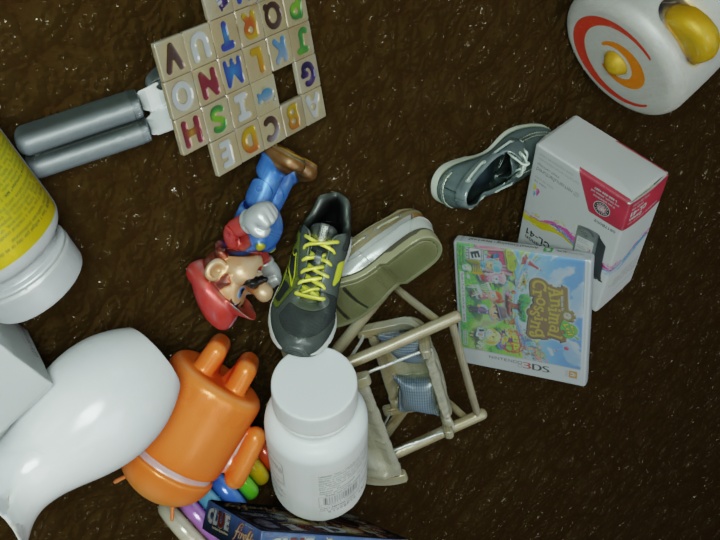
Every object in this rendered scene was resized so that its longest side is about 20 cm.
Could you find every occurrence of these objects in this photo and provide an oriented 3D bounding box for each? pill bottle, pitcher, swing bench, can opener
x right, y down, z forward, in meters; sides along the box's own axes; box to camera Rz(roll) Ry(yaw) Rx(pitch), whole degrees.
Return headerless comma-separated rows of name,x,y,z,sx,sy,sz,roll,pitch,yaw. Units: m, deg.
pill bottle,-0.047,0.177,0.924,0.113,0.115,0.202,-27,144,-22
pill bottle,-0.324,-0.058,0.700,0.114,0.114,0.201,-37,130,-13
pitcher,-0.286,0.145,0.822,0.200,0.170,0.122,-43,124,-27
swing bench,0.033,0.148,1.065,0.199,0.129,0.201,-35,131,-17
can opener,-0.215,-0.143,0.778,0.198,0.067,0.053,-25,138,-15

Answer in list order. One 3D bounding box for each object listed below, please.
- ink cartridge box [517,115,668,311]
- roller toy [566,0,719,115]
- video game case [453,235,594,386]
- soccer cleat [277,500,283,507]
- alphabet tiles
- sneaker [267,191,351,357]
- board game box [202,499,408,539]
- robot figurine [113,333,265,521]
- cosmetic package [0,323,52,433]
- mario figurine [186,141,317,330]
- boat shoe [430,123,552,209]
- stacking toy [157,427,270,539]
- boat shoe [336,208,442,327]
ink cartridge box,0.287,-0.069,1.082,0.085,0.147,0.202,-34,146,-28
roller toy,0.348,-0.286,1.020,0.140,0.200,0.183,-43,152,-7
video game case,0.214,0.055,1.125,0.022,0.179,0.203,-51,143,-48
soccer cleat,-0.079,0.294,1.091,0.067,0.081,0.203,-8,122,-25
alphabet tiles,-0.109,-0.192,0.799,0.200,0.007,0.170,-39,129,-42
sneaker,-0.052,-0.003,0.895,0.073,0.202,0.085,9,138,1
board game box,-0.061,0.301,0.966,0.198,0.135,0.035,16,82,-35
robot figurine,-0.187,0.168,0.925,0.143,0.116,0.202,29,94,-45
cosmetic package,-0.370,0.047,0.726,0.081,0.113,0.200,-44,133,-7
mario figurine,-0.100,-0.025,0.891,0.123,0.106,0.202,22,98,-43
boat shoe,0.182,-0.127,1.069,0.198,0.062,0.074,-25,123,-25
stacking toy,-0.146,0.245,1.026,0.200,0.085,0.086,-44,132,-16
boat shoe,0.000,0.000,1.001,0.198,0.069,0.075,-30,136,6
